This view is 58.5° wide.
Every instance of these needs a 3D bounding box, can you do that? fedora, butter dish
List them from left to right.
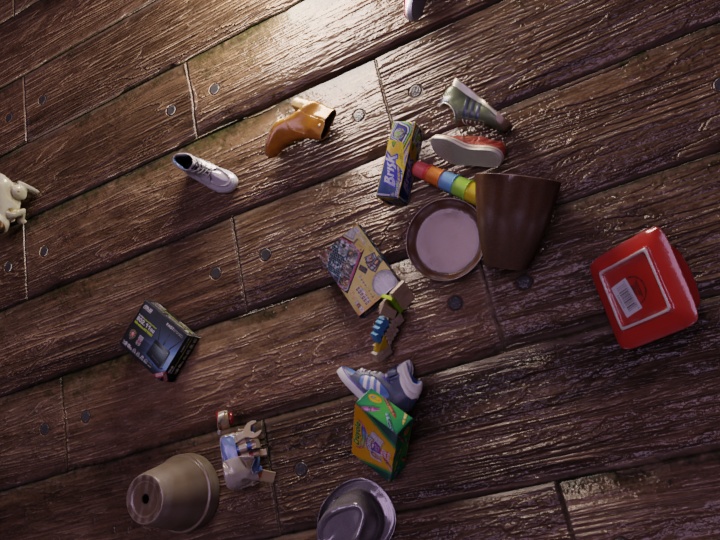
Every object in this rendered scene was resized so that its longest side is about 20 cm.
[{"bbox_3d":[-0.025,0.577,1.464,0.200,0.090,0.177,-40,66,11],"label":"fedora"},{"bbox_3d":[0.594,0.033,1.289,0.199,0.147,0.201,-43,58,55],"label":"butter dish"}]

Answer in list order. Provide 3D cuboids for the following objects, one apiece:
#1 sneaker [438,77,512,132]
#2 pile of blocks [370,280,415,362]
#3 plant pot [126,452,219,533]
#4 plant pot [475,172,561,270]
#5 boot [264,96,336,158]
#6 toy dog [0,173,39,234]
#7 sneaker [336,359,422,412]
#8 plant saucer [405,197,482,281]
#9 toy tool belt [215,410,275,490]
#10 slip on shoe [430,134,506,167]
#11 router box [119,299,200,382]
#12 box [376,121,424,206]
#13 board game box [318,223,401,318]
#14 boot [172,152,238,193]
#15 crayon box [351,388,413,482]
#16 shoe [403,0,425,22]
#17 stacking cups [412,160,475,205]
[{"bbox_3d":[0.273,-0.378,1.569,0.090,0.067,0.200,-49,64,15],"label":"sneaker"},{"bbox_3d":[0.056,0.117,1.541,0.062,0.082,0.201,15,81,56],"label":"pile of blocks"},{"bbox_3d":[-0.489,0.571,1.630,0.199,0.173,0.201,-6,77,24],"label":"plant pot"},{"bbox_3d":[0.336,-0.104,1.427,0.186,0.187,0.201,9,96,26],"label":"plant pot"},{"bbox_3d":[-0.163,-0.376,1.755,0.144,0.071,0.202,29,86,30],"label":"boot"},{"bbox_3d":[-1.186,-0.208,2.117,0.139,0.194,0.201,14,77,14],"label":"toy dog"},{"bbox_3d":[0.055,0.254,1.519,0.147,0.081,0.200,-47,57,-5],"label":"sneaker"},{"bbox_3d":[0.206,-0.072,1.538,0.199,0.032,0.201,-5,79,26],"label":"plant saucer"},{"bbox_3d":[-0.287,0.442,1.614,0.122,0.125,0.201,-10,75,-11],"label":"toy tool belt"},{"bbox_3d":[0.261,-0.296,1.558,0.199,0.074,0.061,16,50,32],"label":"slip on shoe"},{"bbox_3d":[-0.566,0.197,1.810,0.200,0.062,0.150,32,91,27],"label":"router box"},{"bbox_3d":[0.100,-0.267,1.613,0.064,0.070,0.201,9,82,28],"label":"box"},{"bbox_3d":[0.000,0.000,1.617,0.135,0.035,0.200,-39,66,11],"label":"board game box"},{"bbox_3d":[-0.453,-0.282,1.850,0.199,0.096,0.074,20,87,27],"label":"boot"},{"bbox_3d":[0.045,0.369,1.431,0.119,0.200,0.058,31,50,27],"label":"crayon box"},{"bbox_3d":[0.123,-0.751,1.717,0.091,0.071,0.201,5,75,26],"label":"shoe"},{"bbox_3d":[0.213,-0.210,1.558,0.200,0.060,0.061,26,89,29],"label":"stacking cups"}]
